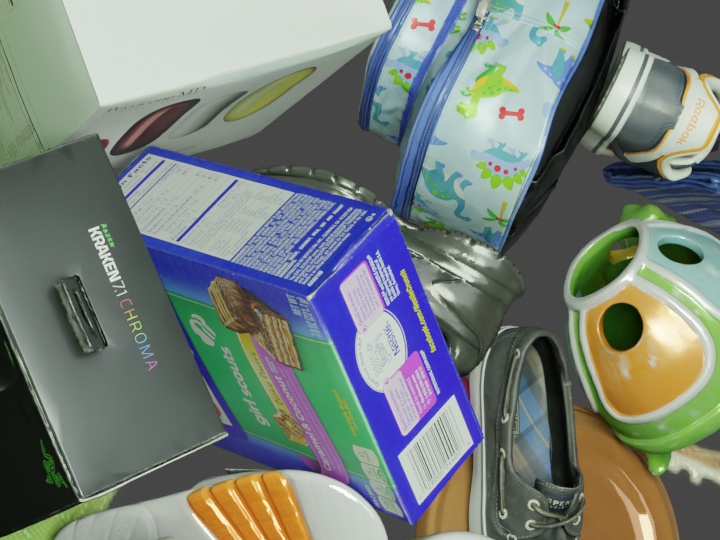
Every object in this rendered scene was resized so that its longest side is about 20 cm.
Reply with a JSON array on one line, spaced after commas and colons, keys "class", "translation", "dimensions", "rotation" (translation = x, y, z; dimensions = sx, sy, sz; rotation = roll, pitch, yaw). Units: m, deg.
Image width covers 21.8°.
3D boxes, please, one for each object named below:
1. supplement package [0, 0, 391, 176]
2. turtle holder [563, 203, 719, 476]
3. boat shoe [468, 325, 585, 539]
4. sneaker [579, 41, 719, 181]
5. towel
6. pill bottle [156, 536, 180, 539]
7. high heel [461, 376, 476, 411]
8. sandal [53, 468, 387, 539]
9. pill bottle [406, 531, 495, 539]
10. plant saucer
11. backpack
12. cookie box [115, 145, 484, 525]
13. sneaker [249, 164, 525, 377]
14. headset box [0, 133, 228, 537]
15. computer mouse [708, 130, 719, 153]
[{"class": "supplement package", "translation": [-0.122, -0.152, 1.080], "dimensions": [0.190, 0.200, 0.148], "rotation": [-19, 85, -28]}, {"class": "turtle holder", "translation": [0.206, 0.025, 1.231], "dimensions": [0.132, 0.140, 0.186], "rotation": [46, 55, -18]}, {"class": "boat shoe", "translation": [0.112, 0.132, 1.161], "dimensions": [0.069, 0.066, 0.202], "rotation": [3, 80, -27]}, {"class": "sneaker", "translation": [0.190, -0.100, 1.214], "dimensions": [0.079, 0.200, 0.079], "rotation": [25, 99, 1]}, {"class": "towel", "translation": [0.276, -0.028, 1.276], "dimensions": [0.199, 0.144, 0.024], "rotation": [25, 82, -26]}, {"class": "pill bottle", "translation": [-0.170, 0.225, 0.988], "dimensions": [0.198, 0.110, 0.111], "rotation": [-21, 86, -6]}, {"class": "high heel", "translation": [0.010, 0.135, 1.156], "dimensions": [0.095, 0.067, 0.201], "rotation": [32, 51, -4]}, {"class": "sandal", "translation": [-0.078, 0.149, 1.069], "dimensions": [0.059, 0.205, 0.080], "rotation": [-34, 116, -69]}, {"class": "pill bottle", "translation": [0.041, 0.210, 1.074], "dimensions": [0.110, 0.200, 0.113], "rotation": [7, 74, -25]}, {"class": "plant saucer", "translation": [0.131, 0.182, 1.220], "dimensions": [0.198, 0.037, 0.202], "rotation": [7, 73, -25]}, {"class": "backpack", "translation": [0.079, -0.121, 1.196], "dimensions": [0.146, 0.183, 0.201], "rotation": [21, 65, 4]}, {"class": "cookie box", "translation": [-0.047, 0.033, 1.045], "dimensions": [0.075, 0.199, 0.172], "rotation": [-44, 130, -28]}, {"class": "sneaker", "translation": [0.000, 0.000, 1.163], "dimensions": [0.198, 0.076, 0.091], "rotation": [24, 77, 5]}, {"class": "headset box", "translation": [-0.171, 0.041, 1.013], "dimensions": [0.092, 0.200, 0.176], "rotation": [-22, 88, -29]}, {"class": "computer mouse", "translation": [0.262, -0.106, 1.368], "dimensions": [0.198, 0.034, 0.059], "rotation": [2, 56, -31]}]
